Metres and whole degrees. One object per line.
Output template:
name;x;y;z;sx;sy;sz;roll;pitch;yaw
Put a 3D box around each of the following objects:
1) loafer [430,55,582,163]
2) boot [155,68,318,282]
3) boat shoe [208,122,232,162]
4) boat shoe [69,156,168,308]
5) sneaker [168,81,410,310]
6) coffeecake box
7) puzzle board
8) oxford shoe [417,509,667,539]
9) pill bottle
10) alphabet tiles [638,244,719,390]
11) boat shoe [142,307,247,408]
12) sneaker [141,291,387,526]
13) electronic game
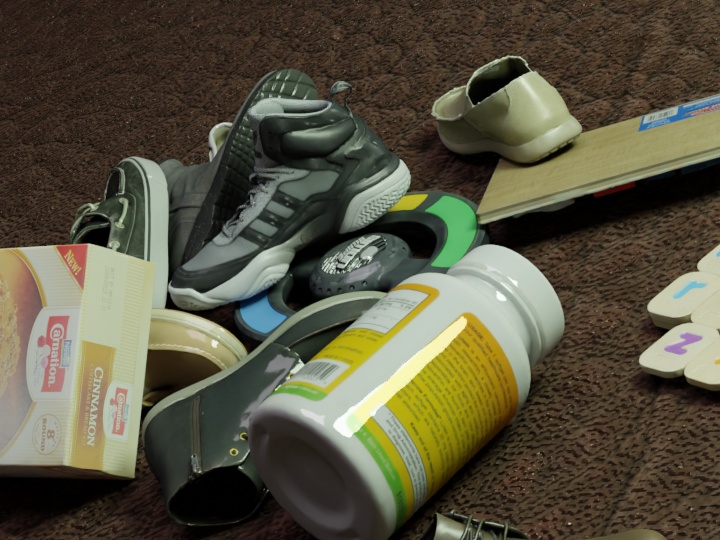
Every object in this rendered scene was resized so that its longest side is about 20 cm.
loafer;0.110;-0.132;1.731;0.075;0.069;0.200;-27;16;-17
boot;-0.120;-0.076;1.751;0.131;0.070;0.201;19;79;53
boat shoe;-0.084;-0.073;1.801;0.071;0.070;0.200;-27;26;-15
boat shoe;-0.187;-0.028;1.700;0.071;0.063;0.200;-59;24;29
sneaker;-0.071;-0.060;1.629;0.199;0.114;0.076;-30;19;-1
coffeecake box;-0.247;0.066;1.565;0.199;0.154;0.073;-3;-13;37
puzzle board;0.189;-0.083;1.625;0.199;0.017;0.151;-15;15;16
oxford shoe;0.073;0.167;1.181;0.199;0.085;0.073;-16;24;12
pill bottle;0.035;0.072;1.366;0.111;0.111;0.200;7;38;47
alphabet tiles;0.276;0.020;1.376;0.195;0.015;0.200;-37;28;-26
boat shoe;-0.171;0.075;1.599;0.199;0.074;0.069;-4;50;36
sneaker;-0.045;0.096;1.447;0.199;0.075;0.106;-32;29;3
electronic game;0.000;0.000;1.619;0.199;0.042;0.200;-19;25;9
